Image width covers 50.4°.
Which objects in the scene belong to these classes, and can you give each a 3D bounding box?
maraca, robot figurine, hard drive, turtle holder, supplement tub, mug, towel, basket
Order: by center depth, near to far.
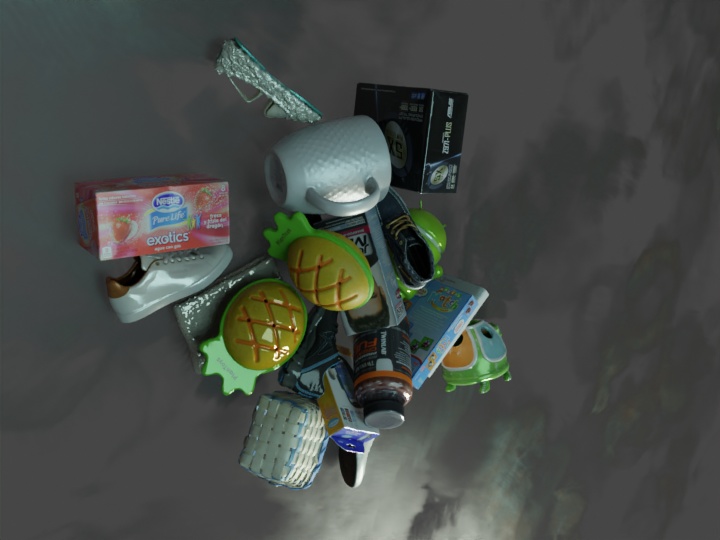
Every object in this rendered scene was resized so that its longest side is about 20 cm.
[{"bbox_3d":[-0.066,-0.014,1.216,0.199,0.137,0.107,39,43,-6],"label":"maraca"},{"bbox_3d":[-0.168,0.104,1.217,0.137,0.107,0.200,45,69,-12],"label":"maraca"},{"bbox_3d":[-0.048,-0.151,1.226,0.173,0.200,0.149,-15,133,-27],"label":"mug"},{"bbox_3d":[-0.208,0.069,1.271,0.199,0.034,0.134,-29,118,-28],"label":"towel"},{"bbox_3d":[-0.121,0.293,1.346,0.200,0.138,0.179,41,65,-62],"label":"basket"},{"bbox_3d":[0.039,0.173,1.352,0.107,0.106,0.202,36,40,-39],"label":"supplement tub"},{"bbox_3d":[0.082,-0.029,1.417,0.175,0.115,0.201,42,76,-30],"label":"robot figurine"},{"bbox_3d":[0.146,0.102,1.495,0.201,0.131,0.027,-52,128,-14],"label":"hard drive"},{"bbox_3d":[0.249,0.169,1.596,0.183,0.141,0.134,-14,95,-25],"label":"turtle holder"}]

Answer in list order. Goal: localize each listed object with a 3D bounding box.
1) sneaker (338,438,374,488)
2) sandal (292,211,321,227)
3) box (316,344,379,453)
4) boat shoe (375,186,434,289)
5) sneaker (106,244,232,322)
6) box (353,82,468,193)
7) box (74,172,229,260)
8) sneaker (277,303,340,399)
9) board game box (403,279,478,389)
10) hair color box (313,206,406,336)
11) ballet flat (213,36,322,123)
[{"bbox_3d":[0.008,0.325,1.491,0.084,0.073,0.203,-4,105,-35],"label":"sneaker"},{"bbox_3d":[-0.069,-0.017,1.346,0.075,0.045,0.202,-33,121,-28],"label":"sandal"},{"bbox_3d":[-0.033,0.221,1.346,0.041,0.202,0.119,-35,149,19],"label":"box"},{"bbox_3d":[0.073,-0.067,1.313,0.070,0.091,0.202,-25,87,-12],"label":"boat shoe"},{"bbox_3d":[-0.286,-0.004,1.150,0.199,0.073,0.086,-32,124,-25],"label":"sneaker"},{"bbox_3d":[0.075,-0.227,1.297,0.085,0.199,0.166,-4,107,-38],"label":"box"},{"bbox_3d":[-0.299,-0.083,1.109,0.198,0.102,0.096,-10,109,-35],"label":"box"},{"bbox_3d":[-0.069,0.125,1.307,0.081,0.073,0.202,31,61,-10],"label":"sneaker"},{"bbox_3d":[0.111,0.111,1.459,0.201,0.151,0.037,-53,130,-13],"label":"board game box"},{"bbox_3d":[0.000,0.000,1.302,0.061,0.098,0.203,-38,113,-67],"label":"hair color box"},{"bbox_3d":[-0.149,-0.283,1.199,0.199,0.071,0.072,36,81,-34],"label":"ballet flat"}]
